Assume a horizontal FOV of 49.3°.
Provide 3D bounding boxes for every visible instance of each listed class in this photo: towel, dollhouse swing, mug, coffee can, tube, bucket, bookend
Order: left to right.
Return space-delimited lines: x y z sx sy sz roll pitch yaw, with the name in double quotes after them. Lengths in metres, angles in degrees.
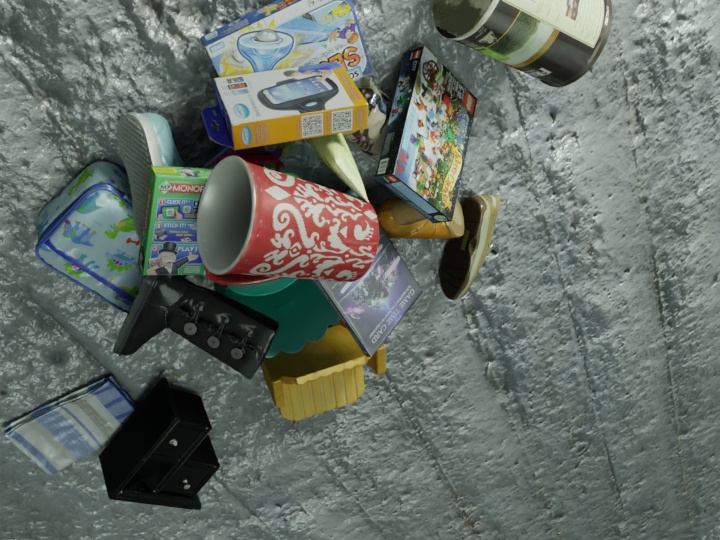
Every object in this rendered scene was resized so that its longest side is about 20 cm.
-0.473 0.262 1.313 0.196 0.024 0.149 -26 134 -3 "towel"
-0.313 0.308 1.365 0.199 0.093 0.198 -48 138 15 "bookend"
-0.131 0.013 1.189 0.202 0.136 0.211 -12 131 -14 "bucket"
-0.096 -0.051 0.971 0.196 0.175 0.138 8 80 -39 "mug"
-0.059 0.207 1.369 0.195 0.182 0.180 -15 112 -13 "dollhouse swing"
-0.042 -0.167 1.038 0.057 0.201 0.053 0 126 -24 "tube"
0.215 -0.349 1.045 0.196 0.148 0.148 13 122 -31 "coffee can"

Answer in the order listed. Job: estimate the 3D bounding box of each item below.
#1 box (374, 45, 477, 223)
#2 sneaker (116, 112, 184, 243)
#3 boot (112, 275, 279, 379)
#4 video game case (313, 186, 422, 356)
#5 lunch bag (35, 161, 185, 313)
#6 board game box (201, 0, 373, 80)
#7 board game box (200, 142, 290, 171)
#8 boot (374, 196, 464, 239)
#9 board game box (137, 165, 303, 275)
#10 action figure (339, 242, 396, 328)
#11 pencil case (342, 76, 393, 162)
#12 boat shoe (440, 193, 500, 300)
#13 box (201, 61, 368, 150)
0.097 -0.189 1.105 0.037 0.205 0.135 -6 153 44 "box"
-0.254 -0.107 1.027 0.081 0.072 0.206 -25 109 -56 "sneaker"
-0.231 0.095 1.098 0.196 0.066 0.166 26 123 -14 "boot"
0.000 0.000 1.134 0.143 0.019 0.202 -47 114 -32 "video game case"
-0.338 -0.037 1.092 0.159 0.083 0.200 -37 132 12 "lunch bag"
-0.092 -0.284 1.032 0.196 0.035 0.137 -26 133 -2 "board game box"
-0.151 -0.120 1.064 0.200 0.039 0.159 -45 164 -19 "board game box"
0.073 -0.079 1.249 0.141 0.073 0.200 -13 170 29 "boot"
-0.175 -0.060 0.994 0.195 0.029 0.138 -1 119 -31 "board game box"
0.021 0.013 1.238 0.050 0.202 0.067 14 129 9 "action figure"
0.055 -0.192 1.145 0.198 0.078 0.091 30 95 -39 "pencil case"
0.197 -0.037 1.351 0.075 0.072 0.203 -13 135 -36 "boat shoe"
-0.099 -0.208 0.983 0.195 0.120 0.042 -11 132 -17 "box"
